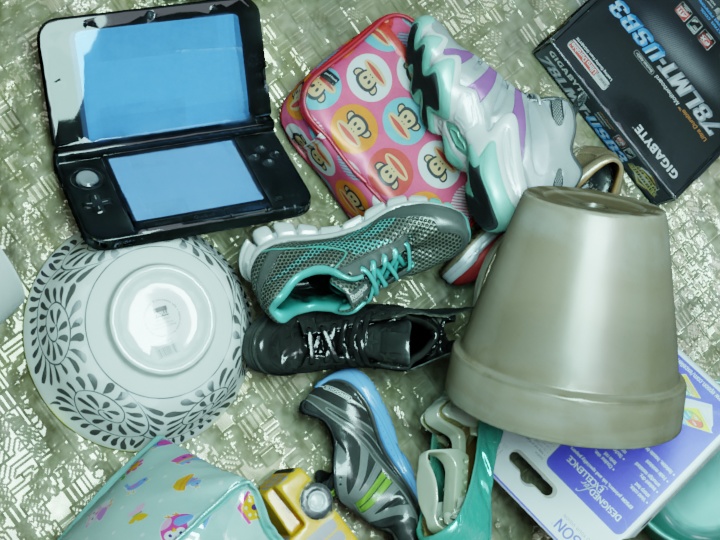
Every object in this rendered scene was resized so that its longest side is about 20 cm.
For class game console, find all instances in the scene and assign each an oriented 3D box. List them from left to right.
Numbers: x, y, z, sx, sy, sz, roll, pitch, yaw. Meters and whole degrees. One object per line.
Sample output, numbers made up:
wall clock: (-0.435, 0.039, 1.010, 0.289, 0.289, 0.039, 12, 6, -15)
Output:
game console: (-0.154, -0.125, 1.280, 0.198, 0.117, 0.177, -11, 44, -21)

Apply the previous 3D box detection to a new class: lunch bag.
lunch bag: (-0.168, 0.243, 1.183, 0.200, 0.170, 0.123, -42, 116, -21)
lunch bag: (0.044, -0.123, 1.381, 0.176, 0.082, 0.201, -42, 98, -25)

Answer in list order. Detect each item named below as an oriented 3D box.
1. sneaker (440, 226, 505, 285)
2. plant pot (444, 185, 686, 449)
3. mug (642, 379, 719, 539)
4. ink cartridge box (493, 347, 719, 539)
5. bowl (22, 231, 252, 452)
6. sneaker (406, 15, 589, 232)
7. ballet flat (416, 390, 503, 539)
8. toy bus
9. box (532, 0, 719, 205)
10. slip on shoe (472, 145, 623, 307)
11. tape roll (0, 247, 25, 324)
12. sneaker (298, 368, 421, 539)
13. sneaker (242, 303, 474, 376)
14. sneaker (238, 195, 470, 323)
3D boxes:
sneaker: (0.172, -0.019, 1.412, 0.199, 0.071, 0.113, -37, 91, -24)
plant pot: (0.176, 0.028, 1.239, 0.198, 0.200, 0.176, 3, 103, -20)
mug: (0.309, 0.174, 1.398, 0.151, 0.114, 0.187, -25, 67, 5)
ink cartridge box: (0.203, 0.132, 1.355, 0.200, 0.043, 0.198, -43, 65, -5)
bowl: (-0.173, 0.046, 1.261, 0.198, 0.094, 0.204, 3, 80, -19)
sneaker: (0.130, -0.141, 1.319, 0.139, 0.078, 0.202, -20, 81, -18)
ballet flat: (0.082, 0.153, 1.296, 0.070, 0.067, 0.202, 34, 48, -36)
toy bus: (-0.023, 0.264, 1.296, 0.078, 0.065, 0.201, -39, 96, -20)
box: (0.299, -0.201, 1.503, 0.198, 0.050, 0.201, -42, 96, -22)
slip on shoe: (0.168, -0.019, 1.343, 0.076, 0.061, 0.201, 37, 85, -18)
tape roll: (-0.367, -0.003, 1.139, 0.203, 0.202, 0.139, 47, 70, -7)
sneaker: (0.006, 0.186, 1.324, 0.082, 0.071, 0.201, -25, 88, -10)
sneaker: (0.006, 0.056, 1.302, 0.198, 0.104, 0.061, -6, 96, -40)
sneaker: (0.000, 0.000, 1.278, 0.198, 0.092, 0.078, -14, 129, -1)
